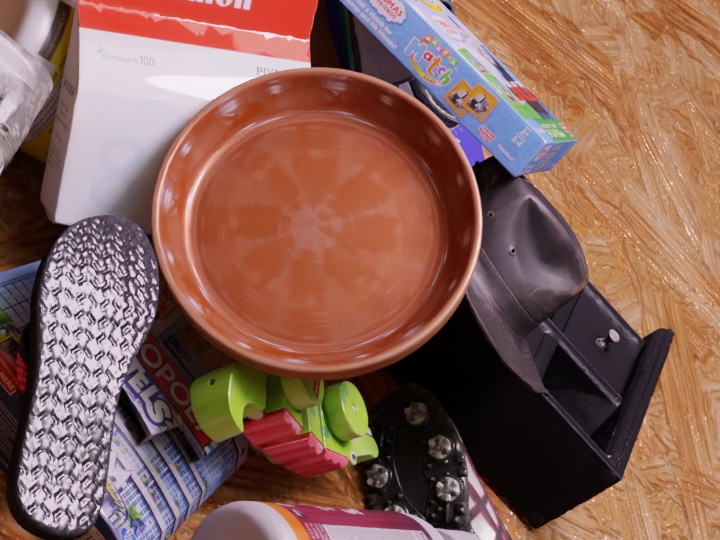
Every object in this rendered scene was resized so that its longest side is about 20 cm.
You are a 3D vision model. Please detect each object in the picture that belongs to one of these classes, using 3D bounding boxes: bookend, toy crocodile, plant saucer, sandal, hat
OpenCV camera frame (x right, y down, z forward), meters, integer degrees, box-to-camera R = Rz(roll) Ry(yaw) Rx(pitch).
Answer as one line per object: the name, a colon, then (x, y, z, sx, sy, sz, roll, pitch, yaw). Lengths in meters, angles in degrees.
bookend: (0.127, 0.054, 1.476, 0.199, 0.092, 0.200, 47, 36, -10)
toy crocodile: (-0.043, 0.096, 1.208, 0.200, 0.067, 0.062, 43, 34, -60)
plant saucer: (-0.027, -0.028, 1.163, 0.199, 0.032, 0.201, 1, 66, -2)
sandal: (-0.166, 0.058, 1.094, 0.075, 0.045, 0.201, 24, 61, -27)
hat: (0.104, -0.017, 1.307, 0.201, 0.081, 0.201, 60, 7, -12)

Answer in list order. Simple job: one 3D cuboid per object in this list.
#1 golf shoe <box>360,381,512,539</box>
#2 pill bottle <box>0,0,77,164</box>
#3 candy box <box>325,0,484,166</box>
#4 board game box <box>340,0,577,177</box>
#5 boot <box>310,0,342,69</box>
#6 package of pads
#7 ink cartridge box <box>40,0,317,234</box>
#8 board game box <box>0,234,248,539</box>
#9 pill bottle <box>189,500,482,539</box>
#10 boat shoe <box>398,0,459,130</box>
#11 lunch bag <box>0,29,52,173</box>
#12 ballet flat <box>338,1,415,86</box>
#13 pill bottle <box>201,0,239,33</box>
golf shoe: (0.062, 0.177, 1.340, 0.088, 0.077, 0.201, 19, 48, -65)
pill bottle: (-0.160, -0.105, 1.269, 0.200, 0.109, 0.110, 30, 42, -29)
candy box: (0.011, -0.115, 1.493, 0.169, 0.077, 0.201, 24, 44, -34)
board game box: (0.059, -0.147, 1.321, 0.200, 0.037, 0.151, 45, 13, 7)
boot: (-0.046, -0.204, 1.363, 0.076, 0.156, 0.201, -5, 53, -13)
package of pads: (0.000, 0.000, 1.287, 0.200, 0.075, 0.121, 118, -36, -83)
ink cartridge box: (-0.102, -0.119, 1.197, 0.159, 0.201, 0.047, 6, 18, -25)
board game box: (-0.150, 0.062, 1.187, 0.200, 0.062, 0.200, 51, 37, -4)
pill bottle: (-0.007, 0.203, 1.194, 0.199, 0.109, 0.110, 11, 54, -44)
boat shoe: (0.057, -0.198, 1.496, 0.073, 0.062, 0.201, 20, 46, -38)
lunch bag: (-0.296, -0.082, 1.086, 0.200, 0.139, 0.168, 39, 55, -19)
ballet flat: (0.007, -0.218, 1.449, 0.069, 0.069, 0.201, 15, 53, -41)
pill bottle: (-0.141, -0.217, 1.296, 0.199, 0.117, 0.116, 17, 26, 26)
